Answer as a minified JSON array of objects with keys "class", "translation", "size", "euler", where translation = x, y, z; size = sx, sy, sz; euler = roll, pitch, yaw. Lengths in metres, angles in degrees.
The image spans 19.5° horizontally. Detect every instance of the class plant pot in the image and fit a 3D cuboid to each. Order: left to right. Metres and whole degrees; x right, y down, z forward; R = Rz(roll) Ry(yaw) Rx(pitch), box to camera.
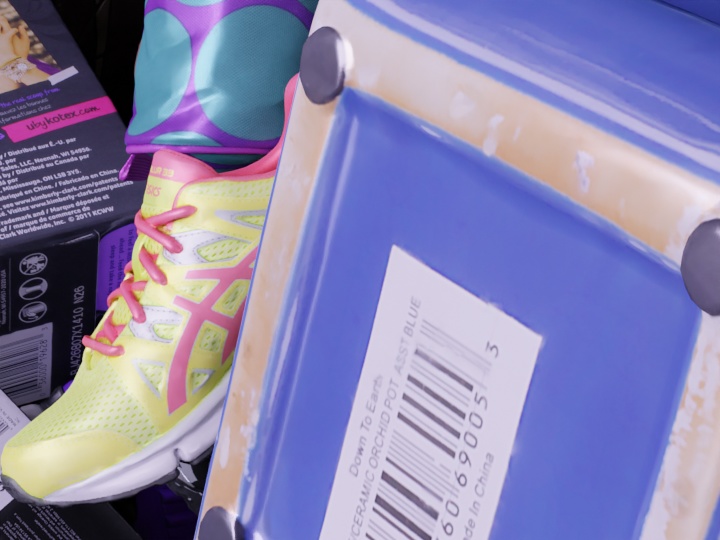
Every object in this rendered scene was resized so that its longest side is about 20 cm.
[{"class":"plant pot","translation":[0.081,0.031,0.455],"size":[0.200,0.179,0.201],"euler":[33,116,45]}]

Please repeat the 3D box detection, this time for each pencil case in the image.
[{"class":"pencil case","translation":[-0.049,-0.135,0.824],"size":[0.092,0.085,0.201],"euler":[0,86,22]}]

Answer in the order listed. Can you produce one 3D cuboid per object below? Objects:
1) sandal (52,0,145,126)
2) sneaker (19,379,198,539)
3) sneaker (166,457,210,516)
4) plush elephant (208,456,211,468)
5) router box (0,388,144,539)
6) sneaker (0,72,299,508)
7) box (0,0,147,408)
[{"class":"sandal","translation":[-0.151,-0.122,1.108],"size":[0.054,0.082,0.200],"euler":[26,132,24]},{"class":"sneaker","translation":[-0.085,0.101,0.992],"size":[0.070,0.099,0.200],"euler":[48,170,32]},{"class":"sneaker","translation":[-0.047,0.040,0.886],"size":[0.079,0.074,0.200],"euler":[-36,22,20]},{"class":"plush elephant","translation":[0.004,0.115,0.715],"size":[0.155,0.200,0.165],"euler":[-57,23,14]},{"class":"router box","translation":[-0.131,0.137,0.896],"size":[0.200,0.051,0.149],"euler":[45,155,6]},{"class":"sneaker","translation":[-0.060,0.003,0.756],"size":[0.200,0.090,0.078],"euler":[-42,19,-14]},{"class":"box","translation":[-0.178,-0.045,0.983],"size":[0.200,0.106,0.122],"euler":[57,151,35]}]
